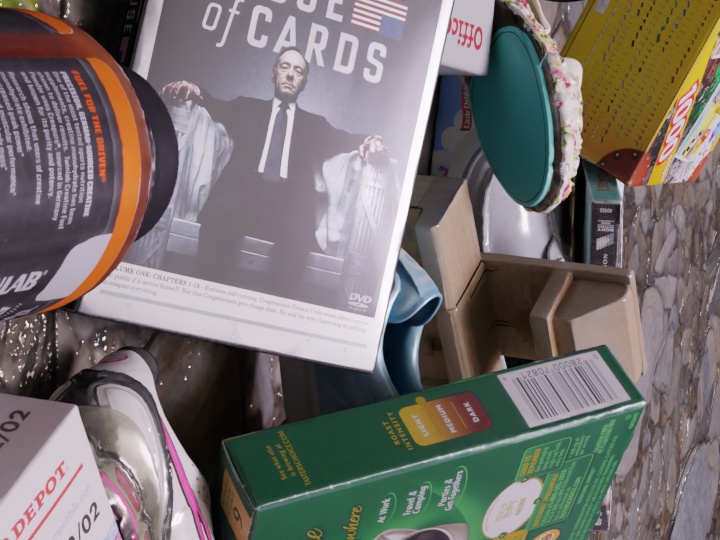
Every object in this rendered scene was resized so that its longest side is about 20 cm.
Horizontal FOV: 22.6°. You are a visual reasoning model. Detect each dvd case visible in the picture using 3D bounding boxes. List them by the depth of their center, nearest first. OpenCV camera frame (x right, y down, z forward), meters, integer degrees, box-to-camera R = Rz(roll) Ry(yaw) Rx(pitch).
[{"bbox_3d":[-0.038,-0.066,0.779,0.150,0.025,0.201,13,88,-32],"label":"dvd case"},{"bbox_3d":[0.141,0.036,1.088,0.146,0.022,0.201,-79,168,-72],"label":"dvd case"}]

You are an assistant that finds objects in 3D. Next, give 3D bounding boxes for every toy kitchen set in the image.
[{"bbox_3d":[0.045,0.081,0.936,0.181,0.162,0.201,-59,145,-43],"label":"toy kitchen set"}]

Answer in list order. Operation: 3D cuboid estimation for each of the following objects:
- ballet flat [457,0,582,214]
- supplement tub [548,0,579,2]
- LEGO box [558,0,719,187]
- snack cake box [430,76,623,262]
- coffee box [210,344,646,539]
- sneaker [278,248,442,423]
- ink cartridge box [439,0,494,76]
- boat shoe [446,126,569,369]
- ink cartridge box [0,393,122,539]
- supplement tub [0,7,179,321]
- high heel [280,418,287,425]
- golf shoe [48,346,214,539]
[{"bbox_3d":[0.084,-0.120,0.975,0.064,0.076,0.201,-3,59,-35],"label":"ballet flat"},{"bbox_3d":[0.142,-0.237,1.124,0.200,0.122,0.123,-37,129,-58],"label":"supplement tub"},{"bbox_3d":[0.197,-0.155,1.067,0.201,0.077,0.149,-63,159,17],"label":"LEGO box"},{"bbox_3d":[0.112,-0.057,1.166,0.200,0.067,0.116,10,88,-65],"label":"snack cake box"},{"bbox_3d":[0.025,0.105,0.827,0.199,0.044,0.123,-14,142,-23],"label":"coffee box"},{"bbox_3d":[0.000,0.000,0.875,0.074,0.082,0.201,-1,79,-70],"label":"sneaker"},{"bbox_3d":[0.012,-0.201,0.894,0.146,0.082,0.201,-1,97,-65],"label":"ink cartridge box"},{"bbox_3d":[0.097,0.011,1.028,0.070,0.072,0.202,-20,123,-18],"label":"boat shoe"},{"bbox_3d":[-0.142,0.124,0.650,0.115,0.068,0.201,-57,144,-45],"label":"ink cartridge box"},{"bbox_3d":[-0.137,-0.032,0.578,0.200,0.106,0.108,-13,107,-64],"label":"supplement tub"},{"bbox_3d":[-0.001,0.172,0.879,0.071,0.142,0.201,31,67,-64],"label":"high heel"},{"bbox_3d":[-0.085,0.127,0.771,0.092,0.072,0.201,-57,144,-46],"label":"golf shoe"}]
